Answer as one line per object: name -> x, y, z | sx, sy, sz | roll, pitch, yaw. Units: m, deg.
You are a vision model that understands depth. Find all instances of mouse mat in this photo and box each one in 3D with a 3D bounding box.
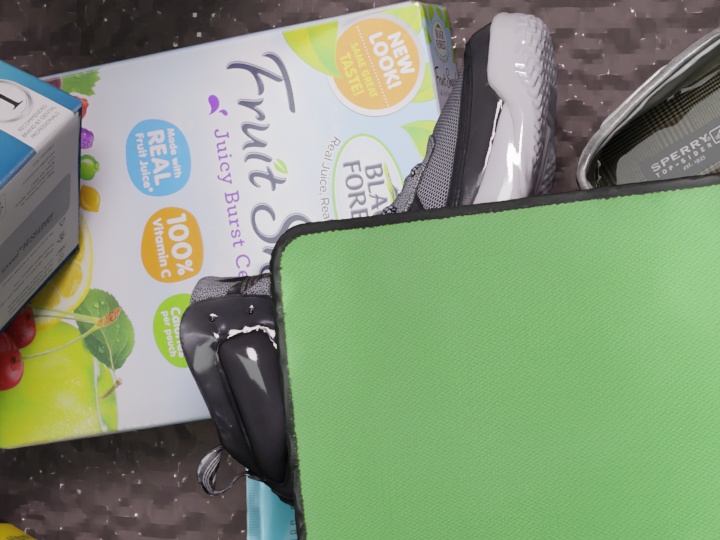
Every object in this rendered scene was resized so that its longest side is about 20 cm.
mouse mat -> 0.066, 0.055, 0.694 | 0.199, 0.008, 0.162 | -6, 89, 25

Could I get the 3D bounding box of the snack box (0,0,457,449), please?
snack box -> -0.055, -0.016, 0.842 | 0.199, 0.053, 0.143 | -9, 92, 16

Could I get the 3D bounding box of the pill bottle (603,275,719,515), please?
pill bottle -> 0.178, 0.009, 0.723 | 0.200, 0.112, 0.113 | -32, 84, 1

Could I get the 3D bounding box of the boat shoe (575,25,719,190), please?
boat shoe -> 0.165, -0.069, 0.764 | 0.200, 0.071, 0.072 | -36, 83, 14

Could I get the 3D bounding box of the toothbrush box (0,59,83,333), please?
toothbrush box -> -0.221, -0.033, 0.779 | 0.199, 0.147, 0.085 | 27, 140, 13

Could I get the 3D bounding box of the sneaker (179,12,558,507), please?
sneaker -> 0.000, 0.000, 0.761 | 0.113, 0.075, 0.201 | 14, 99, 9

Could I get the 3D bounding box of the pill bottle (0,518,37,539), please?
pill bottle -> -0.153, 0.156, 0.850 | 0.199, 0.114, 0.115 | 28, 100, 13

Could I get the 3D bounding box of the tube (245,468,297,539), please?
tube -> 0.048, 0.085, 0.824 | 0.199, 0.050, 0.078 | -5, 72, 20
